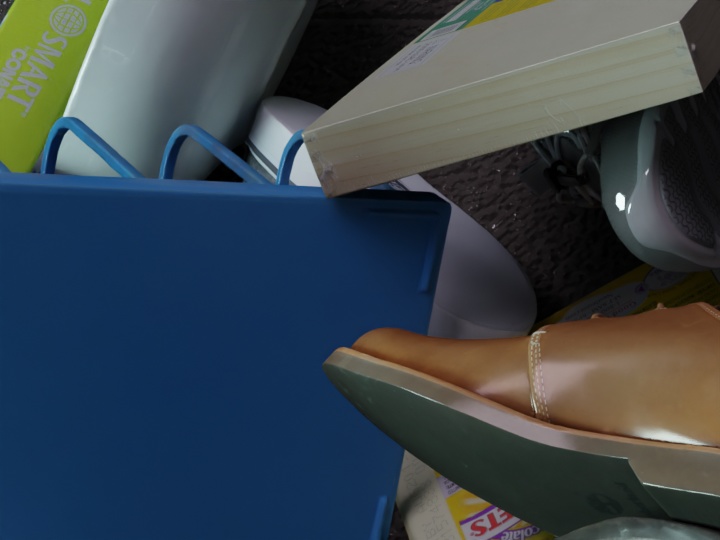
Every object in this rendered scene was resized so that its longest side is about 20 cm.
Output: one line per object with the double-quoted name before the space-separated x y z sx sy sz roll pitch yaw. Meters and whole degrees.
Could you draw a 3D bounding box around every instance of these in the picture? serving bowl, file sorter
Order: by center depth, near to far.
"file sorter" -0.095 0.021 0.872 0.200 0.139 0.123 2 18 -27
"serving bowl" -0.059 -0.105 1.056 0.066 0.200 0.200 26 59 0

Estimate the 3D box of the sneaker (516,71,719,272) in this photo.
"sneaker" 0.097 -0.038 0.910 0.082 0.075 0.200 -23 12 13

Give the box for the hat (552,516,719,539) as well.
"hat" 0.080 0.170 0.724 0.201 0.081 0.201 -20 59 37

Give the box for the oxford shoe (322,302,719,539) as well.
"oxford shoe" 0.076 0.040 0.754 0.200 0.071 0.071 11 63 39

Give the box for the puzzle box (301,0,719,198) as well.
"puzzle box" 0.073 -0.080 0.882 0.133 0.025 0.200 -16 13 23

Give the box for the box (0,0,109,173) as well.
"box" -0.141 -0.064 1.082 0.048 0.122 0.200 25 58 1

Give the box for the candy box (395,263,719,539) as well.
"candy box" 0.103 0.041 0.890 0.200 0.026 0.102 -29 40 6

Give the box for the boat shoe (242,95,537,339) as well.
"boat shoe" 0.000 0.000 0.969 0.200 0.072 0.068 45 117 53
